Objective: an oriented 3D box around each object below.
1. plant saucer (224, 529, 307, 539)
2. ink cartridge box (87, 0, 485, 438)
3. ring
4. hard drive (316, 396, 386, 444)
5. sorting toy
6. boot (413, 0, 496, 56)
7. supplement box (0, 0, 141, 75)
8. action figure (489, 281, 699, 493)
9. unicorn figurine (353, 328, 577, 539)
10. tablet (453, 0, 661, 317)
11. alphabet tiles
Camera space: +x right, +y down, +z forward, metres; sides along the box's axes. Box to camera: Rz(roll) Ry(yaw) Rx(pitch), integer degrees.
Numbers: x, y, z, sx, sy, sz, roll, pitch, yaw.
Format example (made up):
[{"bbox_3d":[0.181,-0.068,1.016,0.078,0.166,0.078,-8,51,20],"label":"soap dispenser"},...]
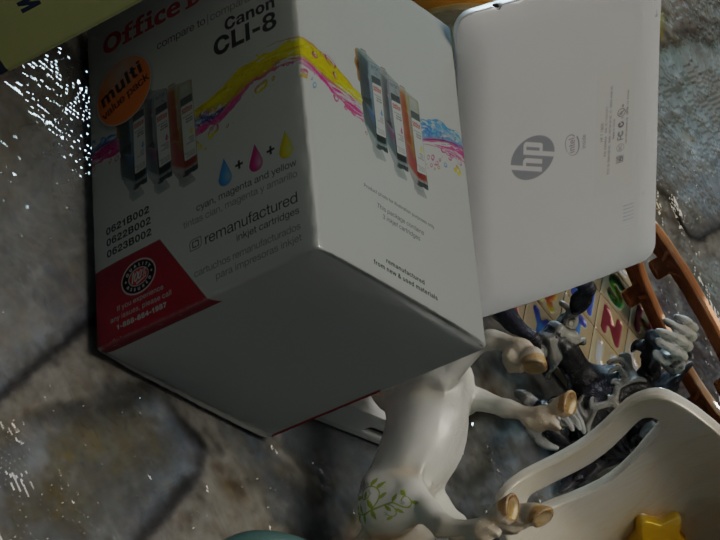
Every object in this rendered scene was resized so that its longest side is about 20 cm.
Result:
[{"bbox_3d":[-0.017,0.222,1.436,0.200,0.027,0.200,36,42,-41],"label":"plant saucer"},{"bbox_3d":[-0.041,-0.046,1.470,0.145,0.145,0.200,30,44,-45],"label":"ink cartridge box"},{"bbox_3d":[0.202,0.042,1.811,0.200,0.019,0.200,61,-6,11],"label":"ring"},{"bbox_3d":[0.000,0.000,1.619,0.132,0.026,0.200,25,49,-48],"label":"hard drive"},{"bbox_3d":[0.171,0.158,1.640,0.180,0.200,0.107,51,11,-25],"label":"sorting toy"},{"bbox_3d":[0.062,-0.160,1.666,0.144,0.201,0.071,-62,147,-48],"label":"boot"},{"bbox_3d":[-0.137,-0.232,1.396,0.200,0.200,0.134,59,31,-12],"label":"supplement box"},{"bbox_3d":[0.136,0.059,1.708,0.200,0.119,0.102,50,-8,-17],"label":"action figure"},{"bbox_3d":[0.044,0.083,1.505,0.074,0.137,0.200,58,45,-33],"label":"unicorn figurine"},{"bbox_3d":[0.111,-0.071,1.591,0.014,0.130,0.200,46,-33,48],"label":"tablet"},{"bbox_3d":[0.132,0.003,1.844,0.200,0.008,0.167,48,34,-26],"label":"alphabet tiles"}]
